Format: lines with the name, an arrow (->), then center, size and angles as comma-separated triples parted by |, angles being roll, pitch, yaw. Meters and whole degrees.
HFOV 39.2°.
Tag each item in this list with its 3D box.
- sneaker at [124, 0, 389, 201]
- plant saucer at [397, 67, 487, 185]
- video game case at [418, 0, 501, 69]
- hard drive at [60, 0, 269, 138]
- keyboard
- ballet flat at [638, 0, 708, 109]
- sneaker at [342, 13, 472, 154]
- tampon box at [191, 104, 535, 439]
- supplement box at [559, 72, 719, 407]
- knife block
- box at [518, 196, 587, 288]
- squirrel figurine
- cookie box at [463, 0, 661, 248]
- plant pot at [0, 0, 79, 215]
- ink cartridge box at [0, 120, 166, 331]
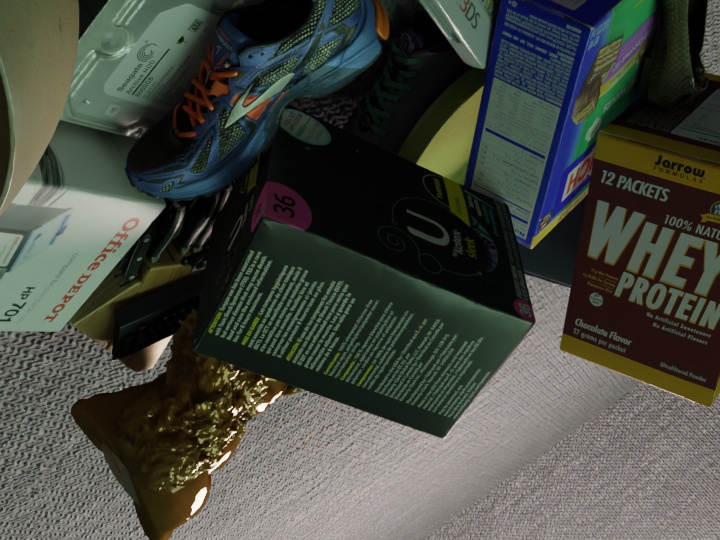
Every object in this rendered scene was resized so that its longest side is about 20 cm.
sneaker -> -0.078, -0.126, 0.648 | 0.200, 0.075, 0.078 | -42, 142, 3
plant saucer -> 0.086, -0.107, 0.853 | 0.200, 0.031, 0.201 | -41, 161, -18
video game case -> 0.092, -0.254, 0.647 | 0.202, 0.023, 0.182 | -65, 155, -1
hard drive -> -0.114, -0.146, 0.679 | 0.140, 0.038, 0.199 | -44, 154, 21
keyboard -> -0.112, 0.008, 0.836 | 0.199, 0.021, 0.127 | -27, 157, -29
ballet flat -> 0.237, -0.191, 0.719 | 0.067, 0.046, 0.201 | -48, 152, -28
sneaker -> 0.030, -0.154, 0.825 | 0.200, 0.074, 0.087 | -47, 145, 3
tampon box -> 0.000, 0.000, 0.722 | 0.198, 0.151, 0.127 | 22, 124, -17
supplement box -> 0.278, -0.036, 0.839 | 0.200, 0.132, 0.199 | -34, 136, -48
knife block -> -0.160, -0.010, 0.841 | 0.175, 0.064, 0.200 | -32, 157, -4
box -> 0.222, -0.074, 1.014 | 0.200, 0.147, 0.105 | -37, 136, -49
squirrel figurine -> -0.123, 0.111, 0.852 | 0.186, 0.142, 0.200 | -33, 174, -27
cookie box -> 0.164, -0.145, 0.780 | 0.171, 0.075, 0.201 | -41, 151, -36
plant pot -> -0.206, -0.125, 0.453 | 0.201, 0.199, 0.135 | -55, -175, 40
ink cartridge box -> -0.250, -0.036, 0.652 | 0.146, 0.086, 0.199 | -45, 153, 24
